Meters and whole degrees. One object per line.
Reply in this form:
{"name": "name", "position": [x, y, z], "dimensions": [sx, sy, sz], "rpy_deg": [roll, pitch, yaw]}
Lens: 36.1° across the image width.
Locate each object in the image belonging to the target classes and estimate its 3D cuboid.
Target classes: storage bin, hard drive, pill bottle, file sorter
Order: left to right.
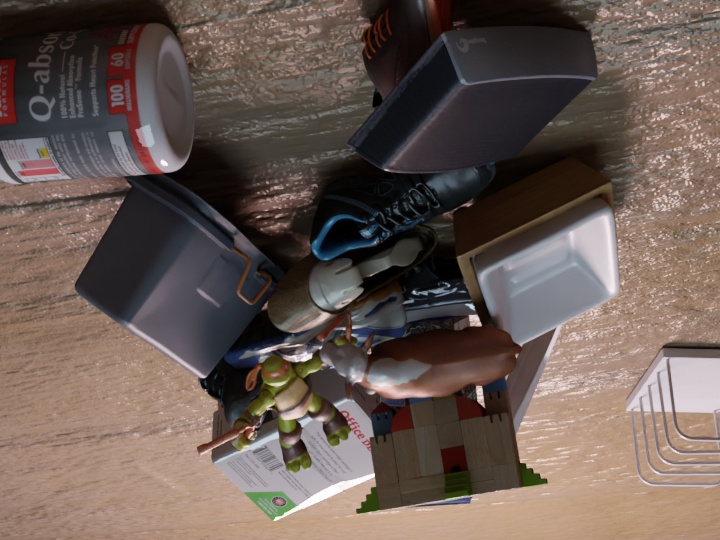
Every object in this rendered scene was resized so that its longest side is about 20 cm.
{"name": "pill bottle", "position": [-0.241, -0.130, 0.881], "dimensions": [0.196, 0.118, 0.116], "rpy_deg": [-4, 153, 8]}
{"name": "storage bin", "position": [-0.169, 0.014, 1.073], "dimensions": [0.144, 0.135, 0.200], "rpy_deg": [29, 171, 33]}
{"name": "hard drive", "position": [0.095, -0.128, 0.846], "dimensions": [0.198, 0.043, 0.135], "rpy_deg": [-13, 155, -48]}
{"name": "file sorter", "position": [0.456, 0.202, 1.499], "dimensions": [0.136, 0.127, 0.201], "rpy_deg": [1, 152, -2]}

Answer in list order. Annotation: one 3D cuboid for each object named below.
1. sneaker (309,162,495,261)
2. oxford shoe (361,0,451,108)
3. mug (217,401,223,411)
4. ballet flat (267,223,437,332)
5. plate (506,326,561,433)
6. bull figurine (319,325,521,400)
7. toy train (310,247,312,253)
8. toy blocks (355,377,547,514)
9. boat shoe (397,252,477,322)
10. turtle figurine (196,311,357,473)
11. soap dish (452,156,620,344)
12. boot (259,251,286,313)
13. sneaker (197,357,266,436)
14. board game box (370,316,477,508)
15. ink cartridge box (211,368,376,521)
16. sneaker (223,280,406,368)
{"name": "sneaker", "position": [0.037, -0.060, 1.030], "dimensions": [0.198, 0.082, 0.074], "rpy_deg": [-22, 118, 34]}
{"name": "oxford shoe", "position": [0.034, -0.173, 0.846], "dimensions": [0.071, 0.072, 0.201], "rpy_deg": [3, 153, 5]}
{"name": "mug", "position": [-0.076, 0.189, 1.503], "dimensions": [0.176, 0.135, 0.199], "rpy_deg": [-35, 136, 18]}
{"name": "ballet flat", "position": [0.000, 0.000, 1.088], "dimensions": [0.198, 0.069, 0.072], "rpy_deg": [-25, -173, -31]}
{"name": "plate", "position": [0.194, 0.144, 1.341], "dimensions": [0.032, 0.201, 0.201], "rpy_deg": [22, 156, 13]}
{"name": "bull figurine", "position": [0.056, 0.090, 1.081], "dimensions": [0.196, 0.066, 0.121], "rpy_deg": [-3, 176, -7]}
{"name": "toy train", "position": [-0.050, 0.015, 1.187], "dimensions": [0.045, 0.034, 0.201], "rpy_deg": [0, 137, -25]}
{"name": "toy blocks", "position": [0.085, 0.171, 1.162], "dimensions": [0.196, 0.139, 0.100], "rpy_deg": [-12, 167, 12]}
{"name": "boat shoe", "position": [0.071, 0.013, 1.207], "dimensions": [0.196, 0.072, 0.069], "rpy_deg": [-3, 117, 6]}
{"name": "turtle figurine", "position": [-0.076, 0.135, 1.107], "dimensions": [0.064, 0.200, 0.162], "rpy_deg": [32, 157, 36]}
{"name": "soap dish", "position": [0.174, -0.015, 1.089], "dimensions": [0.155, 0.082, 0.201], "rpy_deg": [-26, 150, 2]}
{"name": "boot", "position": [-0.114, 0.058, 1.297], "dimensions": [0.173, 0.067, 0.199], "rpy_deg": [-15, 150, 28]}
{"name": "sneaker", "position": [-0.138, 0.123, 1.204], "dimensions": [0.089, 0.077, 0.200], "rpy_deg": [15, -172, -3]}
{"name": "board game box", "position": [0.081, 0.156, 1.282], "dimensions": [0.095, 0.204, 0.159], "rpy_deg": [-6, 179, 13]}
{"name": "ink cartridge box", "position": [-0.063, 0.207, 1.366], "dimensions": [0.198, 0.085, 0.147], "rpy_deg": [-26, 127, 15]}
{"name": "sneaker", "position": [-0.043, 0.076, 1.153], "dimensions": [0.197, 0.076, 0.089], "rpy_deg": [-18, 118, -1]}
